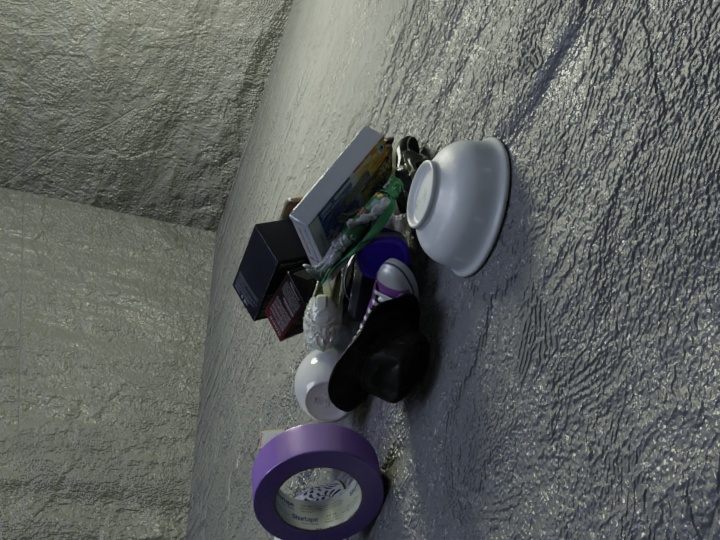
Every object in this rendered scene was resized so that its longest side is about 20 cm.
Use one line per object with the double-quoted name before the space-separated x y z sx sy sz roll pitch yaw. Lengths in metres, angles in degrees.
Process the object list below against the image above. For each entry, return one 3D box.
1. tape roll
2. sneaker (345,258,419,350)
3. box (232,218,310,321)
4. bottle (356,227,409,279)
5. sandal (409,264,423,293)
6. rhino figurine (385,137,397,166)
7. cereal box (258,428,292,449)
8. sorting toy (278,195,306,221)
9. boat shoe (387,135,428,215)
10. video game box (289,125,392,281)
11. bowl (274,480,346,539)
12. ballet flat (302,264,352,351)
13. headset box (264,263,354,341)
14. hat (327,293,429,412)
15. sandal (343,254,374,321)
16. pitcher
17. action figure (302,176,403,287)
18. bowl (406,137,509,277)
"tape roll" -0.067 0.331 1.453 0.066 0.200 0.200 -102 28 -57
"sneaker" 0.028 0.084 1.429 0.114 0.073 0.201 -38 -36 -43
"box" -0.130 -0.011 1.897 0.104 0.200 0.182 56 139 28
"bottle" 0.038 -0.032 1.544 0.200 0.083 0.065 -75 -21 -80
"sandal" 0.046 0.063 1.543 0.076 0.043 0.200 -95 23 -47
"rhino figurine" 0.043 -0.193 1.705 0.200 0.060 0.088 -134 35 -73
"cereal box" -0.089 0.307 1.661 0.200 0.144 0.040 147 132 -70
"sorting toy" -0.101 -0.097 1.943 0.036 0.185 0.200 57 140 27
"boat shoe" 0.088 -0.161 1.551 0.200 0.068 0.072 -82 -28 -53
"video game box" -0.021 -0.105 1.534 0.200 0.047 0.182 -52 -24 -17
"bowl" -0.096 0.467 1.661 0.201 0.094 0.201 -169 90 -75
"ballet flat" -0.062 0.044 1.663 0.072 0.072 0.200 124 161 -54
"headset box" -0.088 0.053 1.809 0.077 0.149 0.200 61 149 16
"hat" 0.048 0.136 1.371 0.081 0.201 0.201 33 118 28
"sandal" 0.000 0.000 1.670 0.076 0.043 0.200 52 -140 -55
"pitcher" -0.054 0.210 1.693 0.200 0.121 0.172 -89 -3 -69
"action figure" -0.006 -0.065 1.445 0.200 0.055 0.118 -48 16 0
"bowl" 0.123 -0.097 1.304 0.201 0.090 0.201 -167 90 -74
